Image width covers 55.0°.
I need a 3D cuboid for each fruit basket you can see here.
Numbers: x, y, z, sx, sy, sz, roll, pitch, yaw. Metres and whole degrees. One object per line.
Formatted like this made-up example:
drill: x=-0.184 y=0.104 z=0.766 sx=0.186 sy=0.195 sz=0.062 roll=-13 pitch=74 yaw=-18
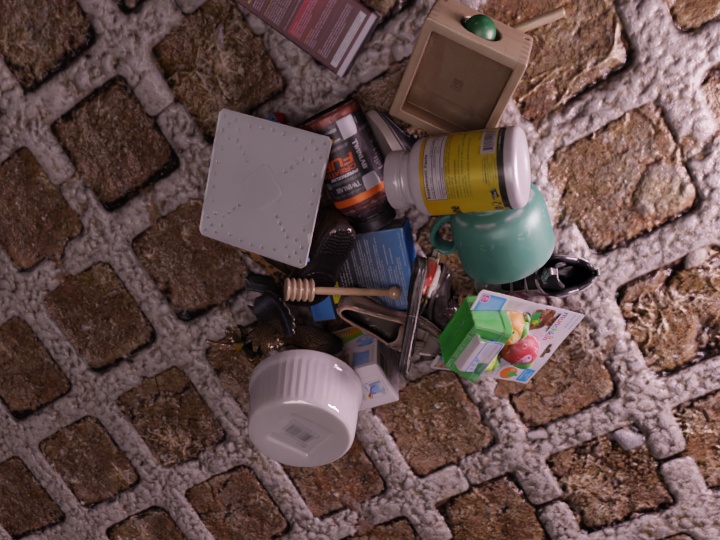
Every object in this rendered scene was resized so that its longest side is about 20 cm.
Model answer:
fruit basket: x=0.236 y=0.120 z=1.119 sx=0.196 sy=0.095 sz=0.187 roll=17 pitch=130 yaw=-16

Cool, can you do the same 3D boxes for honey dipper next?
honey dipper: x=-0.026 y=0.033 z=1.126 sx=0.195 sy=0.038 sz=0.039 roll=2 pitch=114 yaw=-15

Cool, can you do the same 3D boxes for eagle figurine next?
eagle figurine: x=-0.140 y=0.111 z=1.199 sx=0.198 sy=0.151 sz=0.153 roll=-28 pitch=87 yaw=30

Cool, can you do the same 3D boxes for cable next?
cable: x=0.097 y=0.061 z=1.099 sx=0.049 sy=0.204 sz=0.098 roll=8 pitch=156 yaw=4

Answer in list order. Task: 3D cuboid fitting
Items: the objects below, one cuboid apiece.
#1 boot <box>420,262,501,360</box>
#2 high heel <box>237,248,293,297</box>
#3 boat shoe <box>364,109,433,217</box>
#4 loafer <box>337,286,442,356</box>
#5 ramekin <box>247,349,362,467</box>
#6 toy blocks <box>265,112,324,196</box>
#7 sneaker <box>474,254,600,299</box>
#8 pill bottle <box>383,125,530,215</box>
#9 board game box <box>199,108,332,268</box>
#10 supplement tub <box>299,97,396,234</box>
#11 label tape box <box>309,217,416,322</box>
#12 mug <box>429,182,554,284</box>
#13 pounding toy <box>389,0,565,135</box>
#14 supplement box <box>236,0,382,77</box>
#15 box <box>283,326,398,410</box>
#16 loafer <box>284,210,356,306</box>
boot: x=0.196 y=0.088 z=1.203 sx=0.169 sy=0.070 sz=0.204 roll=6 pitch=116 yaw=3
high heel: x=-0.141 y=-0.036 z=1.204 sx=0.139 sy=0.072 sz=0.204 roll=10 pitch=129 yaw=14
boat shoe: x=0.093 y=-0.190 z=1.114 sx=0.092 sy=0.075 sz=0.202 roll=-34 pitch=86 yaw=-14
loafer: x=0.049 y=0.099 z=1.159 sx=0.197 sy=0.063 sz=0.073 roll=27 pitch=117 yaw=0
ramekin: x=-0.095 y=0.235 z=1.149 sx=0.195 sy=0.099 sz=0.204 roll=1 pitch=130 yaw=1
toy blocks: x=-0.128 y=-0.161 z=1.146 sx=0.136 sy=0.100 sz=0.201 roll=-42 pitch=82 yaw=15
sneaker: x=0.279 y=0.008 z=1.098 sx=0.195 sy=0.140 sz=0.080 roll=-10 pitch=87 yaw=8
pill bottle: x=0.137 y=-0.139 z=0.994 sx=0.195 sy=0.112 sz=0.115 roll=-2 pitch=111 yaw=25
board game box: x=-0.149 y=-0.129 z=1.083 sx=0.196 sy=0.026 sz=0.205 roll=18 pitch=104 yaw=18
supplement tub: x=-0.012 y=-0.164 z=1.115 sx=0.105 sy=0.107 sz=0.203 roll=-21 pitch=105 yaw=18
label tape box: x=0.000 y=0.000 z=1.199 sx=0.195 sy=0.063 sz=0.147 roll=-8 pitch=109 yaw=17
mug: x=0.200 y=-0.067 z=1.068 sx=0.182 sy=0.153 sz=0.116 roll=-24 pitch=125 yaw=4
pounding toy: x=0.171 y=-0.307 z=1.019 sx=0.181 sy=0.143 sz=0.202 roll=25 pitch=131 yaw=1
supplement box: x=-0.077 y=-0.401 z=1.060 sx=0.198 sy=0.061 sz=0.110 roll=35 pitch=113 yaw=-5
box: x=-0.039 y=0.184 z=1.240 sx=0.196 sy=0.114 sz=0.102 roll=-19 pitch=126 yaw=17
loafer: x=-0.067 y=-0.018 z=1.145 sx=0.072 sy=0.072 sz=0.201 roll=16 pitch=130 yaw=-29
